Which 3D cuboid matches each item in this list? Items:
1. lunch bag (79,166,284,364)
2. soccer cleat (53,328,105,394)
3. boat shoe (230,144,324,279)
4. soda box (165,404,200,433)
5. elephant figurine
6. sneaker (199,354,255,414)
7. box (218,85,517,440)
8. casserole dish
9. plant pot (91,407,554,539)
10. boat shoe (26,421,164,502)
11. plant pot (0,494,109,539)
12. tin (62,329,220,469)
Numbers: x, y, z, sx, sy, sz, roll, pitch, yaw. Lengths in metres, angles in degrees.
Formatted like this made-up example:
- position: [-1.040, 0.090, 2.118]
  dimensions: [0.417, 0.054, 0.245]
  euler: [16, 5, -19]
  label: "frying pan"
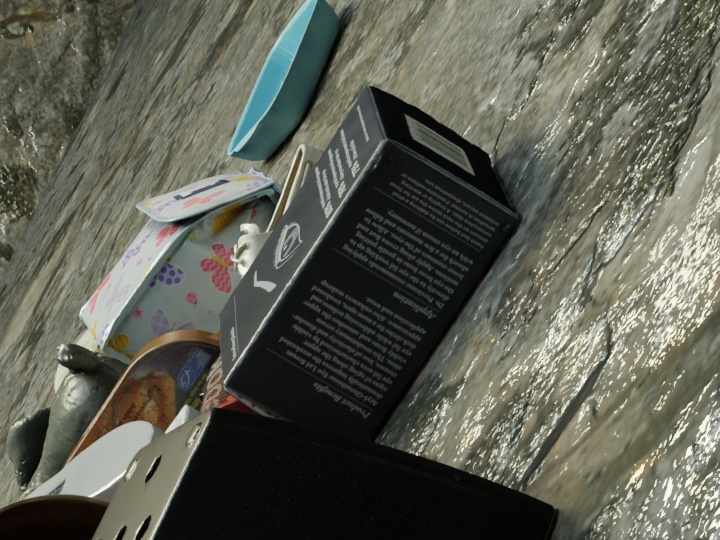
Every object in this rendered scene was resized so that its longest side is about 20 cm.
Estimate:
- position: [-0.141, -0.002, 2.170]
  dimensions: [0.200, 0.127, 0.170]
  euler: [-53, 15, 0]
  label: "lunch bag"
- position: [-0.253, 0.083, 2.533]
  dimensions: [0.078, 0.069, 0.200]
  euler: [-47, 14, 32]
  label: "soccer cleat"
- position: [-0.071, -0.011, 2.034]
  dimensions: [0.200, 0.070, 0.071]
  euler: [-62, 13, -12]
  label: "boat shoe"
- position: [-0.155, 0.202, 1.884]
  dimensions: [0.200, 0.068, 0.064]
  euler: [-54, 14, 22]
  label: "soda box"
- position: [-0.223, 0.171, 2.013]
  dimensions: [0.200, 0.155, 0.141]
  euler: [-45, -8, 13]
  label: "elephant figurine"
- position: [-0.082, 0.108, 1.811]
  dimensions: [0.098, 0.071, 0.201]
  euler: [-38, 22, 57]
  label: "sneaker"
- position: [0.000, 0.000, 1.664]
  dimensions: [0.200, 0.104, 0.148]
  euler: [-57, 13, 14]
  label: "box"
- position: [-0.072, -0.186, 2.502]
  dimensions: [0.121, 0.039, 0.200]
  euler: [-44, 21, 48]
  label: "casserole dish"
- position: [-0.049, 0.179, 1.290]
  dimensions: [0.200, 0.177, 0.200]
  euler: [-30, 32, 63]
  label: "plant pot"
- position: [-0.182, 0.173, 1.799]
  dimensions: [0.200, 0.070, 0.071]
  euler: [-37, 24, 40]
  label: "boat shoe"
- position: [-0.212, 0.276, 1.750]
  dimensions: [0.200, 0.187, 0.187]
  euler: [113, 180, -63]
  label: "plant pot"
- position: [-0.151, 0.136, 1.921]
  dimensions: [0.200, 0.112, 0.042]
  euler: [-55, 6, 14]
  label: "tin"
